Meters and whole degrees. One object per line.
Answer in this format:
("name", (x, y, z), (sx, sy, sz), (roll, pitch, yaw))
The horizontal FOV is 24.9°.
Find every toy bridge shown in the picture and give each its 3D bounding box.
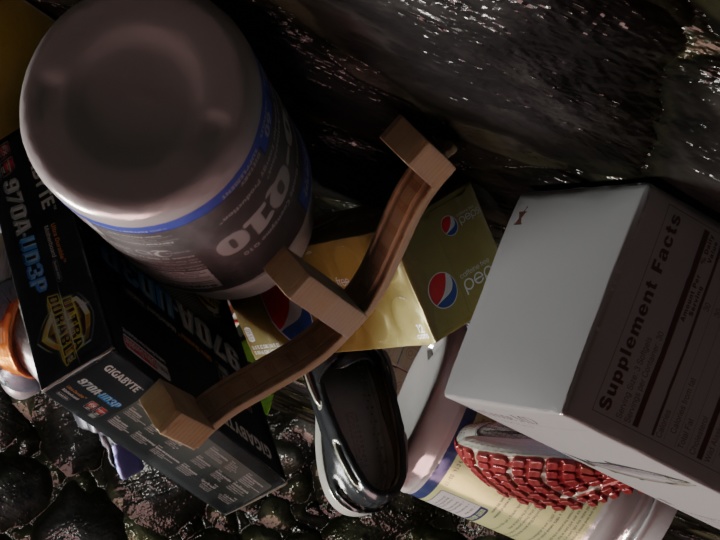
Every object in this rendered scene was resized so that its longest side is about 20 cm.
("toy bridge", (-0.021, 0.011, 0.813), (0.027, 0.200, 0.067), (46, -174, 36))

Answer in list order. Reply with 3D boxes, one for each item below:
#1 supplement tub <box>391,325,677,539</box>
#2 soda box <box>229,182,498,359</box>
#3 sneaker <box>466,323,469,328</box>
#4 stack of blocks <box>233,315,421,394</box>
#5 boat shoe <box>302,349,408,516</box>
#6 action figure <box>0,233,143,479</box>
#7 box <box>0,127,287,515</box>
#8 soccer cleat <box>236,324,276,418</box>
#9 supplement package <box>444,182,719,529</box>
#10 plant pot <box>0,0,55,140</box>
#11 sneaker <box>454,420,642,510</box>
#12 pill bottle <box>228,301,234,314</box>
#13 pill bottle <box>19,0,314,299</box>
("supplement tub", (0.131, 0.128, 1.211), (0.198, 0.146, 0.145), (24, 170, -8))
("soda box", (-0.003, 0.004, 0.934), (0.199, 0.064, 0.068), (-10, 107, 57))
("sneaker", (0.141, 0.055, 1.026), (0.199, 0.076, 0.078), (11, 162, 43))
("stack of blocks", (-0.035, 0.057, 1.454), (0.199, 0.059, 0.115), (29, 168, -33))
("boat shoe", (-0.008, 0.072, 1.161), (0.075, 0.202, 0.060), (-13, 168, -26))
("action figure", (-0.213, 0.053, 0.976), (0.192, 0.104, 0.202), (3, 119, 49))
("box", (-0.122, 0.029, 0.897), (0.200, 0.046, 0.160), (48, -163, -54))
("soccer cleat", (-0.077, 0.060, 1.217), (0.081, 0.200, 0.068), (-26, 110, 39))
("supplement package", (0.164, 0.051, 0.811), (0.199, 0.118, 0.117), (27, 170, -23))
("plant pot", (-0.296, -0.090, 0.901), (0.199, 0.178, 0.199), (13, 168, 43))
("sneaker", (0.159, 0.109, 1.091), (0.198, 0.083, 0.078), (-7, 144, 20))
("pill bottle", (-0.147, 0.017, 1.168), (0.111, 0.113, 0.200), (23, 150, -8))
("pill bottle", (-0.085, -0.053, 0.814), (0.113, 0.115, 0.200), (20, 170, 13))
